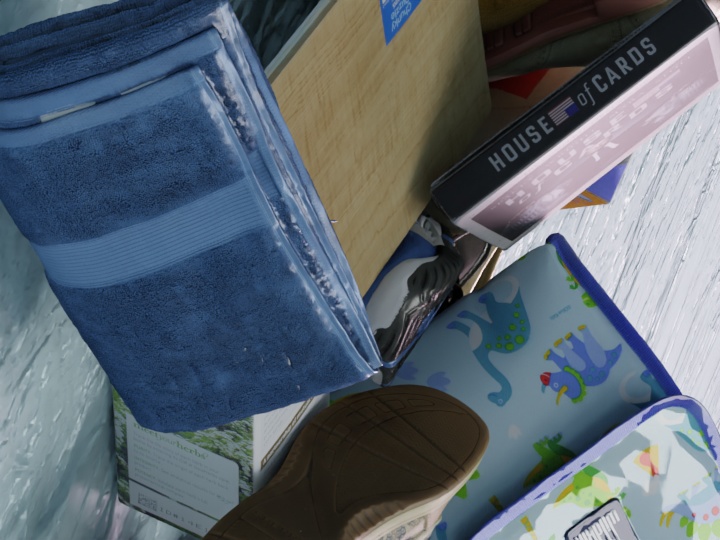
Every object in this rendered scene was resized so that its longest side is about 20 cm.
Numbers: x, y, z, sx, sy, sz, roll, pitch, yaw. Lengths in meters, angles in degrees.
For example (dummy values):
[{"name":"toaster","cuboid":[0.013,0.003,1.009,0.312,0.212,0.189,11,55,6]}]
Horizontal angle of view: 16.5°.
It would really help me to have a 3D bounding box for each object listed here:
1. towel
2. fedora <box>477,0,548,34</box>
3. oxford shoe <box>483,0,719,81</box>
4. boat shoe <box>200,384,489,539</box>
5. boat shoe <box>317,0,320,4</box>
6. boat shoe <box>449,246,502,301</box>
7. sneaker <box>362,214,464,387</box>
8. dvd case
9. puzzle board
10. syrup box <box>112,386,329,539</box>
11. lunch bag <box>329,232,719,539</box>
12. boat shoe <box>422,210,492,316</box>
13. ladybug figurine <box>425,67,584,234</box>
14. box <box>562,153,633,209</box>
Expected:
[{"name":"towel","cuboid":[-0.071,-0.017,0.953,0.049,0.112,0.200,-102,171,-46]},{"name":"fedora","cuboid":[0.054,-0.209,1.156,0.200,0.082,0.201,-28,136,-31]},{"name":"oxford shoe","cuboid":[0.100,-0.120,1.263,0.074,0.200,0.071,41,46,-42]},{"name":"boat shoe","cuboid":[-0.014,0.118,1.154,0.200,0.073,0.063,-33,149,-42]},{"name":"boat shoe","cuboid":[-0.006,-0.094,1.196,0.065,0.073,0.200,-50,-173,42]},{"name":"boat shoe","cuboid":[0.057,0.027,1.512,0.073,0.063,0.201,-47,153,-49]},{"name":"sneaker","cuboid":[0.000,0.000,1.201,0.076,0.077,0.200,-56,-172,5]},{"name":"dvd case","cuboid":[0.110,-0.068,1.200,0.150,0.025,0.200,-38,172,6]},{"name":"puzzle board","cuboid":[0.001,-0.067,1.073,0.200,0.017,0.151,-55,149,-37]},{"name":"syrup box","cuboid":[-0.063,0.033,1.143,0.081,0.079,0.200,-52,156,-40]},{"name":"lunch bag","cuboid":[0.091,0.112,1.300,0.170,0.200,0.127,-34,171,-14]},{"name":"boat shoe","cuboid":[0.021,0.013,1.357,0.200,0.057,0.069,-28,136,-50]},{"name":"ladybug figurine","cuboid":[0.080,-0.107,1.369,0.136,0.072,0.200,-45,-169,48]},{"name":"box","cuboid":[0.128,-0.095,1.459,0.119,0.041,0.200,-65,-164,-7]}]
